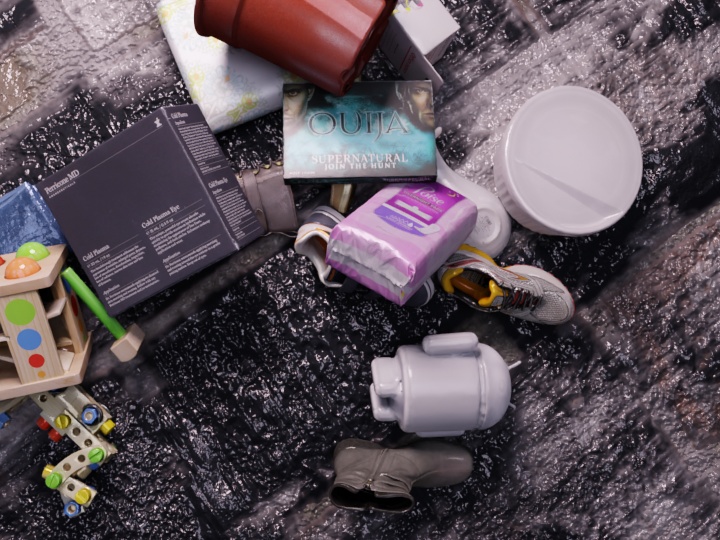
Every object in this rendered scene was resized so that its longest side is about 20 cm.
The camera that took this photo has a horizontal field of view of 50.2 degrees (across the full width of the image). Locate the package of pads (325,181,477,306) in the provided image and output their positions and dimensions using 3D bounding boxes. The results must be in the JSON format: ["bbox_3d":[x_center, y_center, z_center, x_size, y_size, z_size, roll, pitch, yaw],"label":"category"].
[{"bbox_3d":[0.057,-0.046,0.976,0.120,0.076,0.200,30,40,16],"label":"package of pads"}]

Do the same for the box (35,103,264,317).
[{"bbox_3d":[-0.252,-0.075,0.939,0.198,0.104,0.184,-25,99,16],"label":"box"}]

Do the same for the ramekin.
[{"bbox_3d":[0.274,-0.140,1.054,0.200,0.094,0.205,2,81,-11],"label":"ramekin"}]

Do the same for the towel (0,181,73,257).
[{"bbox_3d":[-0.482,-0.021,1.001,0.199,0.049,0.112,-31,90,-7],"label":"towel"}]

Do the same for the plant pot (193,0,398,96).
[{"bbox_3d":[-0.068,-0.326,0.939,0.194,0.201,0.202,31,84,-2],"label":"plant pot"}]

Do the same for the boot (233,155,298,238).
[{"bbox_3d":[-0.178,-0.119,1.033,0.172,0.069,0.202,-19,98,-7],"label":"boot"}]

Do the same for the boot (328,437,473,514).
[{"bbox_3d":[0.057,0.273,0.987,0.197,0.131,0.069,2,103,-4],"label":"boot"}]

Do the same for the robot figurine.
[{"bbox_3d":[0.113,0.153,1.014,0.197,0.113,0.171,0,126,-6],"label":"robot figurine"}]

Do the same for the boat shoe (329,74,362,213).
[{"bbox_3d":[-0.032,-0.178,1.048,0.062,0.073,0.203,3,83,1],"label":"boat shoe"}]

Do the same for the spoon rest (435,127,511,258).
[{"bbox_3d":[0.139,-0.104,1.072,0.099,0.061,0.201,-34,103,-6],"label":"spoon rest"}]

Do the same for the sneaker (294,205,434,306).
[{"bbox_3d":[0.000,0.000,1.024,0.199,0.079,0.080,32,47,5],"label":"sneaker"}]

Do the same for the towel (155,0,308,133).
[{"bbox_3d":[-0.170,-0.306,1.055,0.170,0.048,0.202,-23,88,-4],"label":"towel"}]

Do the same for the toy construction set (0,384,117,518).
[{"bbox_3d":[-0.393,0.206,0.978,0.200,0.092,0.131,44,83,-12],"label":"toy construction set"}]

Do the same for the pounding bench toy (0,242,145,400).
[{"bbox_3d":[-0.379,0.046,0.942,0.197,0.124,0.158,-11,111,-7],"label":"pounding bench toy"}]

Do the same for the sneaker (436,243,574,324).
[{"bbox_3d":[0.193,0.033,1.038,0.198,0.082,0.079,17,117,-1],"label":"sneaker"}]

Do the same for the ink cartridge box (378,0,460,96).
[{"bbox_3d":[0.063,-0.336,1.044,0.068,0.115,0.201,-38,91,-8],"label":"ink cartridge box"}]

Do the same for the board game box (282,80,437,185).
[{"bbox_3d":[-0.002,-0.180,0.999,0.197,0.028,0.137,-2,75,-3],"label":"board game box"}]
